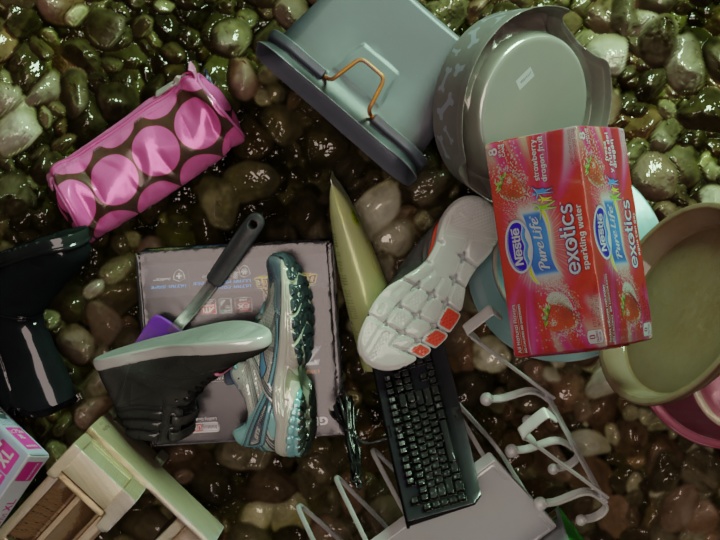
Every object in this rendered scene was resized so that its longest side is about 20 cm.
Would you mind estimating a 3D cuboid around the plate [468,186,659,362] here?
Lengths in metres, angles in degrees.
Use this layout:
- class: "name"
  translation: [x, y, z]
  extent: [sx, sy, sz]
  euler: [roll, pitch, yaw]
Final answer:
- class: "plate"
  translation: [0.198, -0.010, 1.678]
  extent: [0.200, 0.026, 0.200]
  euler: [-3, 81, 17]

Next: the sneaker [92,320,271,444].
- class: "sneaker"
  translation: [-0.159, 0.110, 1.647]
  extent: [0.200, 0.071, 0.099]
  euler: [-13, 99, 29]

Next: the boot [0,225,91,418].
- class: "boot"
  translation: [-0.310, 0.054, 1.681]
  extent: [0.200, 0.076, 0.168]
  euler: [-17, 95, 41]

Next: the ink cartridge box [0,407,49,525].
- class: "ink cartridge box"
  translation: [-0.413, 0.168, 1.705]
  extent: [0.200, 0.042, 0.119]
  euler: [40, 102, 26]

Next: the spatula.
- class: "spatula"
  translation: [-0.156, 0.025, 1.685]
  extent: [0.057, 0.021, 0.200]
  euler: [37, 95, 7]

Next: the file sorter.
- class: "file sorter"
  translation: [0.057, 0.238, 1.673]
  extent: [0.200, 0.125, 0.139]
  euler: [-38, 132, 5]

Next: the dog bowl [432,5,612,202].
- class: "dog bowl"
  translation: [0.151, -0.157, 1.634]
  extent: [0.200, 0.059, 0.200]
  euler: [-13, 111, -38]

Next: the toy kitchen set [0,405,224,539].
- class: "toy kitchen set"
  translation: [-0.254, 0.262, 1.667]
  extent: [0.163, 0.200, 0.180]
  euler: [43, 96, -2]

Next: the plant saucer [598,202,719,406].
- class: "plant saucer"
  translation: [0.294, 0.033, 1.558]
  extent: [0.029, 0.200, 0.200]
  euler: [26, 96, -27]

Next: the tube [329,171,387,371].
- class: "tube"
  translation: [0.000, 0.000, 1.700]
  extent: [0.052, 0.058, 0.200]
  euler: [-23, 100, -38]

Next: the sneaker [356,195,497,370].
- class: "sneaker"
  translation: [0.064, 0.018, 1.678]
  extent: [0.077, 0.082, 0.200]
  euler: [41, 75, -8]

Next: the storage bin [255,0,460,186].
- class: "storage bin"
  translation: [0.017, -0.200, 1.653]
  extent: [0.200, 0.146, 0.134]
  euler: [40, 85, -2]

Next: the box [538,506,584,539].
- class: "box"
  translation: [0.158, 0.338, 1.660]
  extent: [0.176, 0.200, 0.097]
  euler: [-37, 92, 6]

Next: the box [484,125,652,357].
- class: "box"
  translation: [0.189, -0.025, 1.550]
  extent: [0.100, 0.095, 0.200]
  euler: [-9, 87, 36]

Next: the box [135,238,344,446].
- class: "box"
  translation: [-0.119, 0.072, 1.722]
  extent: [0.200, 0.050, 0.199]
  euler: [-3, 94, 3]

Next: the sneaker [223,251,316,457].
- class: "sneaker"
  translation: [-0.093, 0.082, 1.661]
  extent: [0.086, 0.078, 0.200]
  euler: [0, 93, 12]

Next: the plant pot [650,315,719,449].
- class: "plant pot"
  translation: [0.364, 0.081, 1.638]
  extent: [0.200, 0.179, 0.200]
  euler: [0, 94, 2]

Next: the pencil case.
- class: "pencil case"
  translation: [-0.216, -0.115, 1.689]
  extent: [0.200, 0.091, 0.094]
  euler: [-35, 124, 4]

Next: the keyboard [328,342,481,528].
- class: "keyboard"
  translation: [0.036, 0.153, 1.619]
  extent: [0.127, 0.021, 0.200]
  euler: [-20, 50, 9]

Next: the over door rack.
- class: "over door rack"
  translation: [0.157, 0.145, 1.621]
  extent: [0.067, 0.200, 0.148]
  euler: [-31, 49, 5]
